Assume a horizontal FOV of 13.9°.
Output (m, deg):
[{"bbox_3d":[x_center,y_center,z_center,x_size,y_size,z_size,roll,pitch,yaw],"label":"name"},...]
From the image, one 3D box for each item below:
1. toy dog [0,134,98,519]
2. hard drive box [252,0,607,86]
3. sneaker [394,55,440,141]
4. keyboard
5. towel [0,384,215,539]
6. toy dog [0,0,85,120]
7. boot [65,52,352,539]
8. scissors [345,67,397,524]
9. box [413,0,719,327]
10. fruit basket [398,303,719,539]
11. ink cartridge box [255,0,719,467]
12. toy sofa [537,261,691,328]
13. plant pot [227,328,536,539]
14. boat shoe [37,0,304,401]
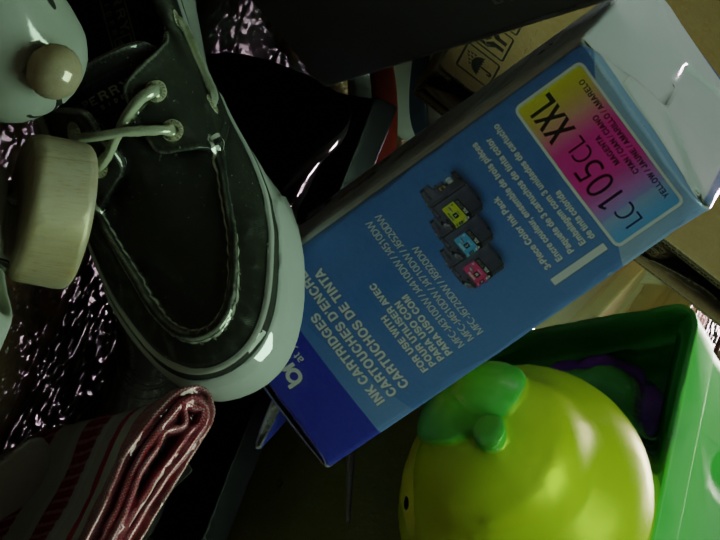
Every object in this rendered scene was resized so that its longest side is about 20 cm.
[{"bbox_3d":[-0.155,0.035,0.981,0.201,0.132,0.096,-58,-166,2],"label":"toy dog"},{"bbox_3d":[0.059,-0.161,1.116,0.077,0.200,0.156,49,61,-17],"label":"hard drive box"},{"bbox_3d":[0.065,-0.141,1.285,0.076,0.080,0.201,-32,132,-47],"label":"sneaker"},{"bbox_3d":[-0.027,0.026,1.204,0.039,0.104,0.201,22,88,-29],"label":"keyboard"},{"bbox_3d":[-0.127,0.109,1.028,0.023,0.200,0.144,38,68,-15],"label":"towel"},{"bbox_3d":[-0.118,-0.126,0.861,0.132,0.096,0.200,-52,131,-3],"label":"toy dog"},{"bbox_3d":[-0.074,0.022,1.163,0.200,0.069,0.175,-59,170,-55],"label":"boot"},{"bbox_3d":[0.000,0.000,1.209,0.073,0.014,0.201,127,-32,-50],"label":"scissors"},{"bbox_3d":[0.121,-0.084,1.197,0.021,0.163,0.200,-47,-170,42],"label":"box"},{"bbox_3d":[0.064,0.103,1.132,0.215,0.155,0.217,11,73,-42],"label":"fruit basket"},{"bbox_3d":[0.033,-0.012,1.056,0.200,0.077,0.136,-33,-176,21],"label":"ink cartridge box"},{"bbox_3d":[0.084,0.034,1.460,0.200,0.097,0.083,-44,168,-41],"label":"toy sofa"},{"bbox_3d":[0.015,0.108,1.289,0.187,0.186,0.201,20,76,-63],"label":"plant pot"},{"bbox_3d":[-0.078,-0.050,1.004,0.070,0.201,0.064,-27,156,13],"label":"boat shoe"}]
